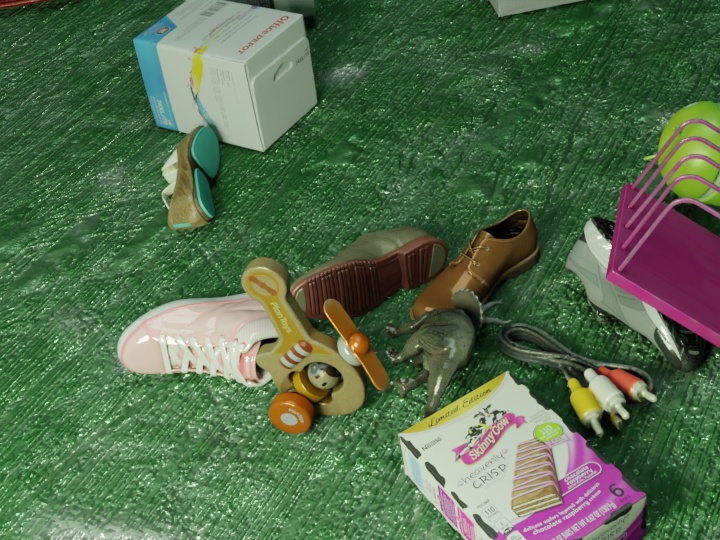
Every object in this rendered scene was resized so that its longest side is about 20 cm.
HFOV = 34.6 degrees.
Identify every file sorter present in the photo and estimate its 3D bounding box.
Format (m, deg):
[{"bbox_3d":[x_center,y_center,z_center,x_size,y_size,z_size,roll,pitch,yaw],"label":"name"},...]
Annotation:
[{"bbox_3d":[0.356,-0.049,1.201,0.139,0.126,0.200,31,35,-2],"label":"file sorter"}]

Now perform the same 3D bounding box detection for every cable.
[{"bbox_3d":[0.222,0.094,1.177,0.097,0.051,0.200,-26,42,-16],"label":"cable"}]

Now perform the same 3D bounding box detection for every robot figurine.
[{"bbox_3d":[0.433,-0.130,1.331,0.199,0.176,0.116,8,64,-11],"label":"robot figurine"}]

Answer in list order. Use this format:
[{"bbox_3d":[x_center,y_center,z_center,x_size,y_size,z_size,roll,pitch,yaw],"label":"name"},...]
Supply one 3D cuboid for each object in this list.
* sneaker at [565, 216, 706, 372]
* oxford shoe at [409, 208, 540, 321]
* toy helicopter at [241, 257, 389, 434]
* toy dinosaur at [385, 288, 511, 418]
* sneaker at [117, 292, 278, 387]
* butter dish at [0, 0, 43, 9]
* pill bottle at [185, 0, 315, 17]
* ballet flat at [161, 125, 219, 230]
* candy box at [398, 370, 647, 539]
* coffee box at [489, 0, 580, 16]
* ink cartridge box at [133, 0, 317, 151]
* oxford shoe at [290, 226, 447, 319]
[{"bbox_3d":[0.292,0.034,1.231,0.074,0.079,0.200,6,40,-42],"label":"sneaker"},{"bbox_3d":[0.125,-0.005,1.304,0.071,0.072,0.200,28,53,35],"label":"oxford shoe"},{"bbox_3d":[-0.052,0.068,1.146,0.132,0.201,0.079,-10,35,27],"label":"toy helicopter"},{"bbox_3d":[0.081,0.074,1.178,0.102,0.077,0.200,-30,10,22],"label":"toy dinosaur"},{"bbox_3d":[-0.160,0.083,1.248,0.199,0.076,0.105,-13,34,-11],"label":"sneaker"},{"bbox_3d":[-0.605,-0.576,2.089,0.199,0.148,0.200,-10,38,-1],"label":"butter dish"},{"bbox_3d":[-0.179,-0.437,1.857,0.199,0.116,0.116,-12,39,-4],"label":"pill bottle"},{"bbox_3d":[-0.229,-0.120,1.533,0.072,0.068,0.201,-23,41,14],"label":"ballet flat"},{"bbox_3d":[0.145,0.195,1.062,0.136,0.061,0.200,-27,42,-20],"label":"candy box"},{"bbox_3d":[0.282,-0.549,1.832,0.199,0.200,0.198,-12,38,-2],"label":"coffee box"},{"bbox_3d":[-0.188,-0.283,1.645,0.199,0.147,0.147,17,45,29],"label":"ink cartridge box"},{"bbox_3d":[0.000,0.000,1.330,0.199,0.071,0.075,-17,35,-25],"label":"oxford shoe"}]
